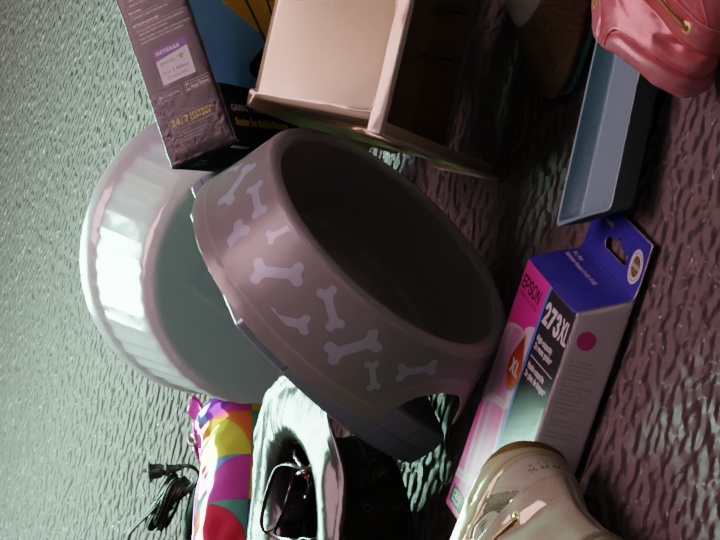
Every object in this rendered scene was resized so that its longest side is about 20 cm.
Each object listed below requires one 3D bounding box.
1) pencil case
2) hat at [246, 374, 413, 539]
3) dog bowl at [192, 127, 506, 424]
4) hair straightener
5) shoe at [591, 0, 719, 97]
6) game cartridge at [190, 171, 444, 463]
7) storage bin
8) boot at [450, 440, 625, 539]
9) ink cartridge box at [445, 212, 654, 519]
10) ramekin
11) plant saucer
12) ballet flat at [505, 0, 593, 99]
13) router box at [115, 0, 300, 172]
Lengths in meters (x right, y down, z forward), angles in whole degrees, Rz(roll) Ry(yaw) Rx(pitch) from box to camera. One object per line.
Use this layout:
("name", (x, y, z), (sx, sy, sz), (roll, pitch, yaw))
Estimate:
("pencil case", (-0.079, 0.178, 1.937), (0.088, 0.088, 0.200), (125, 151, -48))
("hat", (-0.013, 0.163, 1.746), (0.201, 0.081, 0.201), (-176, 90, -69))
("dog bowl", (0.000, 0.000, 1.622), (0.059, 0.200, 0.200), (-46, 31, 24))
("hair straightener", (-0.129, 0.151, 2.109), (0.041, 0.077, 0.200), (-98, 27, -43))
("shoe", (0.137, -0.180, 1.501), (0.200, 0.071, 0.091), (52, 133, 37))
("game cartridge", (-0.022, 0.035, 1.700), (0.041, 0.200, 0.133), (-32, 50, 15))
("storage bin", (0.034, -0.169, 1.691), (0.198, 0.094, 0.201), (16, -95, -64))
("boot", (0.083, 0.205, 1.466), (0.155, 0.072, 0.200), (-133, 58, -65))
("ink cartridge box", (0.103, 0.061, 1.563), (0.095, 0.037, 0.200), (-125, 53, -67))
("ramekin", (-0.078, -0.007, 1.893), (0.098, 0.200, 0.201), (22, 99, 63))
("plant saucer", (0.148, -0.121, 1.561), (0.070, 0.019, 0.200), (162, 122, -68))
("ballet flat", (0.114, -0.202, 1.647), (0.068, 0.072, 0.200), (-132, 57, -66))
("router box", (-0.075, -0.134, 1.718), (0.051, 0.200, 0.149), (-22, 82, 21))
